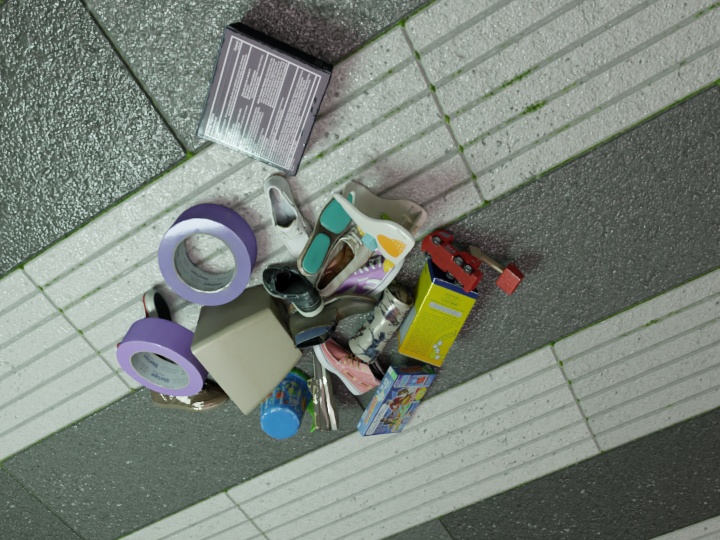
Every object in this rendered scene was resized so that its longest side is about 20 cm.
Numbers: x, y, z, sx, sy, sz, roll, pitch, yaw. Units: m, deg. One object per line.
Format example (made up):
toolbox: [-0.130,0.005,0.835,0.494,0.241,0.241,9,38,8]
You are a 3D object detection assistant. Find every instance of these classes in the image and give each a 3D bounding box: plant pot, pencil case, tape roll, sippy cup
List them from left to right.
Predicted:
tape roll: [-0.429,0.194,1.223,0.195,0.066,0.203,9,136,8]
tape roll: [-0.325,-0.033,1.193,0.195,0.085,0.204,0,116,0]
plant pot: [-0.235,0.152,1.233,0.175,0.201,0.202,-31,113,5]
sippy cup: [-0.187,0.329,1.349,0.173,0.131,0.143,1,118,-1]
pencil case: [0.044,0.119,1.261,0.076,0.090,0.202,20,120,-20]

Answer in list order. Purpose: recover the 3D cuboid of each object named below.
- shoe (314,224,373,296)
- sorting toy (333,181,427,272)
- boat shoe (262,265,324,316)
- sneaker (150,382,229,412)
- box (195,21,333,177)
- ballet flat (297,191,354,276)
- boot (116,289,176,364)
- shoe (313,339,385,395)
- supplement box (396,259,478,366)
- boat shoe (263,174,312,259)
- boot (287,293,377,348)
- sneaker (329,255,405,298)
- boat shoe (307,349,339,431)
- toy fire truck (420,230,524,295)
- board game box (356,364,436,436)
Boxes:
shoe: [-0.027,-0.028,1.173,0.070,0.053,0.201,38,90,15]
sorting toy: [0.029,-0.106,1.105,0.179,0.200,0.107,40,114,-2]
boat shoe: [-0.153,0.026,1.170,0.074,0.199,0.067,-35,133,-17]
sneaker: [-0.423,0.297,1.368,0.195,0.071,0.077,-1,116,0]
box: [-0.173,-0.317,1.025,0.195,0.124,0.203,21,114,-11]
ballet flat: [-0.076,-0.080,1.167,0.068,0.067,0.202,37,77,-15]
boot: [-0.512,0.139,1.291,0.140,0.073,0.204,-2,120,3]
shoe: [-0.022,0.213,1.316,0.090,0.072,0.201,-25,120,27]
supplement box: [0.167,0.091,1.238,0.107,0.109,0.203,19,116,-9]
boat shoe: [-0.152,-0.097,1.167,0.069,0.070,0.203,-21,116,9]
boot: [-0.058,0.110,1.183,0.195,0.099,0.075,-8,151,4]
sneaker: [0.000,0.000,1.216,0.200,0.073,0.114,-40,107,18]
boat shoe: [-0.097,0.285,1.333,0.058,0.072,0.205,-10,93,7]
toy fire truck: [0.238,-0.018,1.185,0.200,0.140,0.049,45,131,22]
board game box: [0.087,0.318,1.359,0.133,0.035,0.203,7,120,-39]
